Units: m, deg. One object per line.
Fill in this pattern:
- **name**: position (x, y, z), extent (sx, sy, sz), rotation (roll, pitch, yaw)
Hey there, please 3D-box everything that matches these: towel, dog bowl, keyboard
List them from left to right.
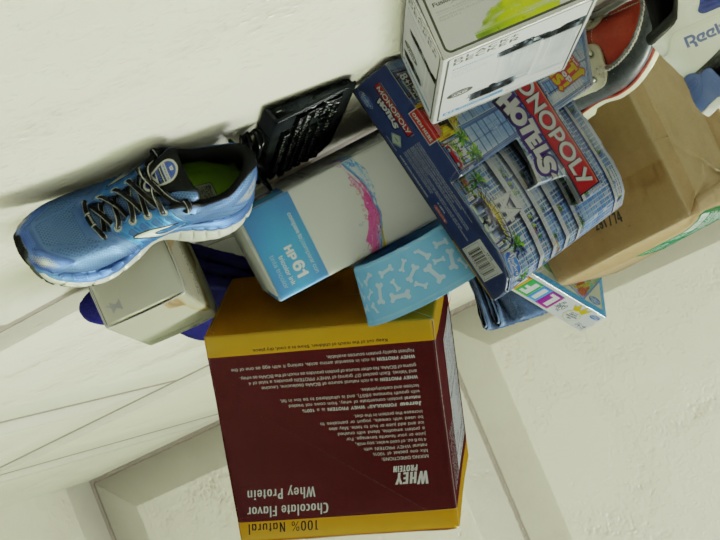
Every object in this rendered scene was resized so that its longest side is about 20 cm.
- **towel**: position (-0.173, 0.016, 1.679), extent (0.147, 0.050, 0.200), rotation (9, 162, -21)
- **keyboard**: position (-0.055, -0.095, 1.416), extent (0.104, 0.040, 0.200), rotation (-22, 172, -10)
- **dog bowl**: position (0.069, -0.019, 1.455), extent (0.111, 0.050, 0.200), rotation (-23, -172, 42)
- **towel**: position (0.124, -0.038, 1.755), extent (0.048, 0.200, 0.112), rotation (-32, 169, 33)

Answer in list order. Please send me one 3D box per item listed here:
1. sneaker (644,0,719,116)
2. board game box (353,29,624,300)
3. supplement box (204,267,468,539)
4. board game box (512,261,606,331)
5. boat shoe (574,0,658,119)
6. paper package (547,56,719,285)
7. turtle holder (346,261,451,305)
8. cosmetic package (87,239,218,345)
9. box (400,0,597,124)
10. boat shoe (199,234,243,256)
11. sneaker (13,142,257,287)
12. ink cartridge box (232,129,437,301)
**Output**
- **sneaker**: position (0.283, -0.227, 1.352), extent (0.200, 0.115, 0.081), rotation (-51, -177, -16)
- **board game box**: position (0.129, -0.113, 1.407), extent (0.200, 0.200, 0.062), rotation (-35, -178, -32)
- **supplement box**: position (-0.016, 0.115, 1.551), extent (0.197, 0.201, 0.133), rotation (-5, -159, 9)
- **board game box**: position (0.158, -0.040, 1.721), extent (0.200, 0.135, 0.034), rotation (30, 135, -34)
- **boat shoe**: position (0.193, -0.179, 1.491), extent (0.062, 0.071, 0.200), rotation (20, 157, -15)
- **paper package**: position (0.238, -0.105, 1.652), extent (0.103, 0.191, 0.200), rotation (-20, 172, -38)
- **turtle holder**: position (0.005, 0.001, 1.654), extent (0.132, 0.186, 0.141), rotation (-34, 178, 21)
- **cosmetic package**: position (-0.179, -0.003, 1.457), extent (0.071, 0.105, 0.200), rotation (-24, 175, 0)
- **box**: position (0.092, -0.169, 1.234), extent (0.116, 0.060, 0.200), rotation (-23, 173, -4)
- **boat shoe**: position (-0.075, -0.021, 1.760), extent (0.200, 0.075, 0.062), rotation (-22, 173, 14)
- **sneaker**: position (-0.164, -0.054, 1.307), extent (0.200, 0.079, 0.089), rotation (-23, 160, -28)
- **ink cartridge box**: position (-0.006, -0.059, 1.485), extent (0.200, 0.085, 0.145), rotation (-29, -173, -6)
